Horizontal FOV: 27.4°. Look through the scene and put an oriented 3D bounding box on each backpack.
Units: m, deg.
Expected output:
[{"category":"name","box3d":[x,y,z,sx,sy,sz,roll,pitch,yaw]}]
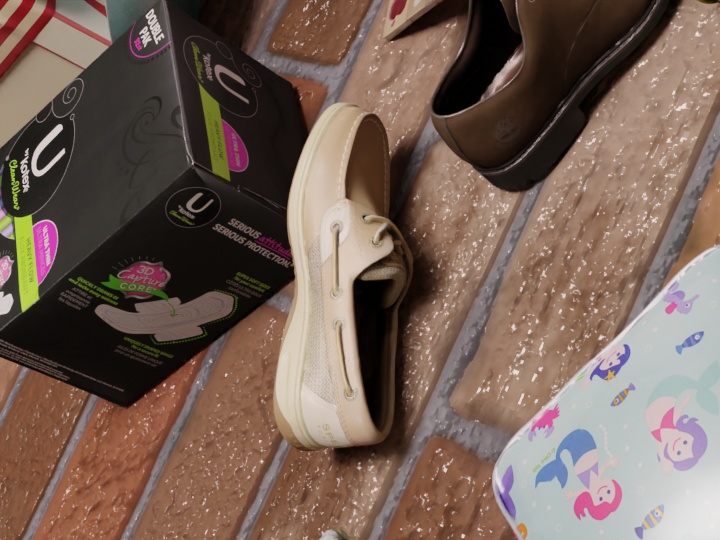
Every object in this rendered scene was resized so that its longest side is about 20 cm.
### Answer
[{"category":"backpack","box3d":[0.159,0.101,0.544,0.178,0.150,0.201,-46,48,15]}]

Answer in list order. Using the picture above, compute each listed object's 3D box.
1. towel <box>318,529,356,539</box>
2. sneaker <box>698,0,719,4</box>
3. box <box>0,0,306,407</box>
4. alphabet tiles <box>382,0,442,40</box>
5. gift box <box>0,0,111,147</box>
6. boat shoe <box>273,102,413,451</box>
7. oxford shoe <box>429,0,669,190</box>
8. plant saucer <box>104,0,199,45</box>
[{"category":"towel","box3d":[-0.009,0.248,0.703,0.172,0.048,0.200,-54,41,4]},{"category":"sneaker","box3d":[0.187,-0.139,0.671,0.084,0.074,0.202,-29,69,25]},{"category":"box","box3d":[-0.138,-0.039,0.934,0.199,0.124,0.150,-36,48,25]},{"category":"alphabet tiles","box3d":[0.074,-0.243,0.865,0.200,0.007,0.169,-23,52,62]},{"category":"gift box","box3d":[-0.263,-0.218,1.121,0.186,0.199,0.186,-39,43,39]},{"category":"boat shoe","box3d":[0.000,0.000,0.818,0.064,0.072,0.202,-7,66,33]},{"category":"oxford shoe","box3d":[0.107,-0.144,0.776,0.073,0.084,0.201,33,91,51]},{"category":"plant saucer","box3d":[-0.140,-0.209,1.018,0.036,0.201,0.202,-1,61,4]}]
